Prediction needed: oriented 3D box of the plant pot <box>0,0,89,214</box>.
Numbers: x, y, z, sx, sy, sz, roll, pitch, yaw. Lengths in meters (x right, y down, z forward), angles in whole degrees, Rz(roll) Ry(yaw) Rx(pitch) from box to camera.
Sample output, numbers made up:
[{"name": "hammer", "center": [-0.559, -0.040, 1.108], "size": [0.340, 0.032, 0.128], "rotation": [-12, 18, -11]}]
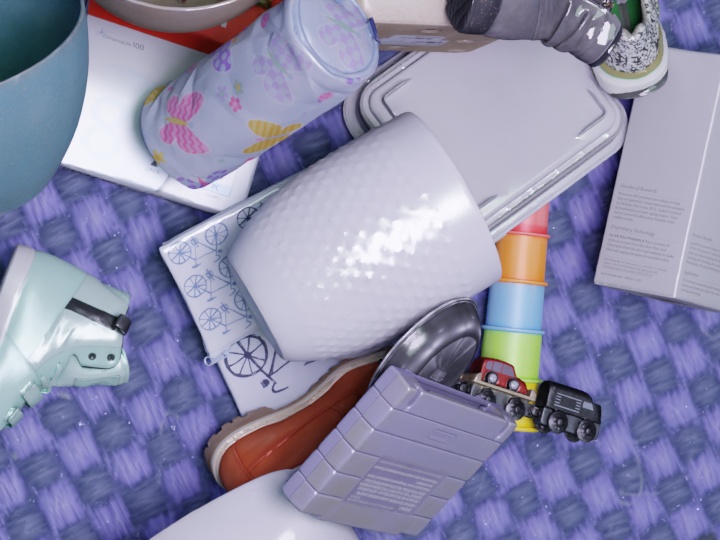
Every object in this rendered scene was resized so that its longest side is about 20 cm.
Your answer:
[{"name": "plant pot", "center": [-0.287, -0.119, 1.634], "size": [0.199, 0.200, 0.135], "rotation": [-20, 127, -14]}]

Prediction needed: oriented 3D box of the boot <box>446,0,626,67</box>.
[{"name": "boot", "center": [0.145, -0.255, 1.606], "size": [0.131, 0.070, 0.201], "rotation": [8, 108, -20]}]

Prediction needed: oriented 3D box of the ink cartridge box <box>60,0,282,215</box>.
[{"name": "ink cartridge box", "center": [-0.143, -0.157, 1.732], "size": [0.159, 0.047, 0.201], "rotation": [17, 90, -17]}]

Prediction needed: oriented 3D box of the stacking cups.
[{"name": "stacking cups", "center": [0.131, 0.030, 1.820], "size": [0.060, 0.060, 0.202], "rotation": [9, 89, -17]}]

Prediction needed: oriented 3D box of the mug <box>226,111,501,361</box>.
[{"name": "mug", "center": [0.000, 0.000, 1.695], "size": [0.175, 0.200, 0.148], "rotation": [-29, 57, -7]}]

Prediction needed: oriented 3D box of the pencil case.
[{"name": "pencil case", "center": [-0.078, -0.138, 1.631], "size": [0.083, 0.200, 0.091], "rotation": [-3, 68, -46]}]

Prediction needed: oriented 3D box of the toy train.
[{"name": "toy train", "center": [0.106, 0.092, 1.763], "size": [0.199, 0.034, 0.046], "rotation": [18, 81, -21]}]

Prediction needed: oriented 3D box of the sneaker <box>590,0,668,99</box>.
[{"name": "sneaker", "center": [0.205, -0.242, 1.779], "size": [0.076, 0.089, 0.201], "rotation": [-13, 65, -1]}]

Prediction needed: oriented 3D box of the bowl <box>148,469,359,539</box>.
[{"name": "bowl", "center": [-0.084, 0.263, 1.696], "size": [0.199, 0.075, 0.200], "rotation": [-31, 138, 0]}]

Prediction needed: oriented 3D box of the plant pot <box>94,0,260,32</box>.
[{"name": "plant pot", "center": [-0.139, -0.259, 1.660], "size": [0.199, 0.135, 0.202], "rotation": [2, 72, -7]}]

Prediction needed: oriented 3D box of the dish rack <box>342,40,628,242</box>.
[{"name": "dish rack", "center": [0.105, -0.128, 1.788], "size": [0.200, 0.044, 0.172], "rotation": [-36, 85, -13]}]

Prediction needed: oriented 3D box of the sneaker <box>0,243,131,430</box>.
[{"name": "sneaker", "center": [-0.241, 0.093, 1.700], "size": [0.118, 0.074, 0.202], "rotation": [20, 85, -10]}]

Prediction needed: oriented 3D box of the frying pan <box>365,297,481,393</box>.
[{"name": "frying pan", "center": [0.023, 0.092, 1.657], "size": [0.190, 0.115, 0.031], "rotation": [-40, 66, -17]}]

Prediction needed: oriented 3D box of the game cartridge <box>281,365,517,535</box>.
[{"name": "game cartridge", "center": [0.030, 0.139, 1.664], "size": [0.130, 0.200, 0.038], "rotation": [-44, 63, 11]}]

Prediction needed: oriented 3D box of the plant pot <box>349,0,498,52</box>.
[{"name": "plant pot", "center": [0.041, -0.263, 1.692], "size": [0.198, 0.200, 0.178], "rotation": [0, 87, -16]}]

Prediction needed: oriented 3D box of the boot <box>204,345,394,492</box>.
[{"name": "boot", "center": [-0.014, 0.136, 1.749], "size": [0.199, 0.107, 0.075], "rotation": [-29, 125, -12]}]

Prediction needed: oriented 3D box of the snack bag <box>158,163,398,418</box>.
[{"name": "snack bag", "center": [-0.043, 0.023, 1.763], "size": [0.188, 0.021, 0.201], "rotation": [-28, 114, -13]}]

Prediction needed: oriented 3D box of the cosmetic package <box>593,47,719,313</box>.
[{"name": "cosmetic package", "center": [0.270, -0.074, 1.820], "size": [0.107, 0.084, 0.201], "rotation": [15, 86, -51]}]
